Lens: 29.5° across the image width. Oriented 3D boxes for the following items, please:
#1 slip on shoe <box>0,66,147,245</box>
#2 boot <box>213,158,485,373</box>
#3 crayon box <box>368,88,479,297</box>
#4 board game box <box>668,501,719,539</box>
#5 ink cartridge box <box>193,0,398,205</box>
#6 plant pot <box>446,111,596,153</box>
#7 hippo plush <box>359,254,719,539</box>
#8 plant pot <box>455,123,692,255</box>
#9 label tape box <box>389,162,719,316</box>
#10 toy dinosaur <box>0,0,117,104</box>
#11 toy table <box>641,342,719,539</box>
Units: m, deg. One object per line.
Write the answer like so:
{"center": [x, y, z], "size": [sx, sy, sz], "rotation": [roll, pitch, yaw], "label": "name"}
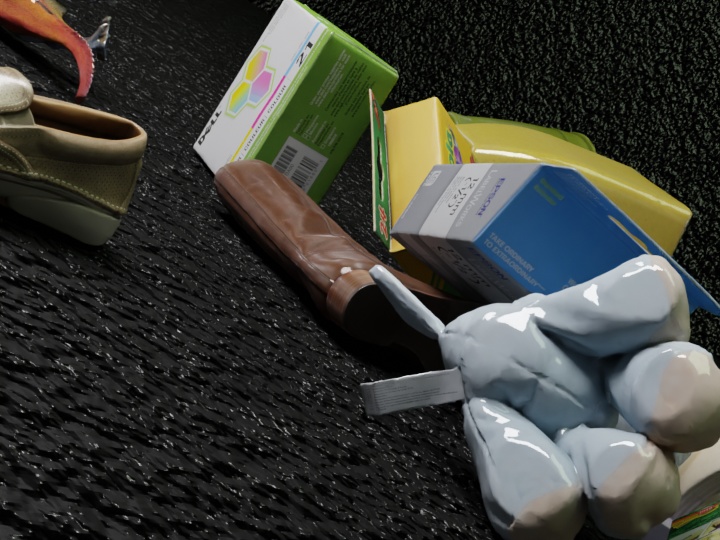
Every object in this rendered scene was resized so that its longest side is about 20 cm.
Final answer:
{"center": [-0.179, -0.070, 0.639], "size": [0.199, 0.061, 0.076], "rotation": [26, 14, -47], "label": "slip on shoe"}
{"center": [0.000, 0.000, 0.963], "size": [0.186, 0.065, 0.200], "rotation": [30, 6, -43], "label": "boot"}
{"center": [0.064, -0.043, 1.070], "size": [0.200, 0.050, 0.129], "rotation": [47, 36, -56], "label": "crayon box"}
{"center": [0.270, 0.135, 0.801], "size": [0.024, 0.198, 0.105], "rotation": [61, 20, 2], "label": "board game box"}
{"center": [-0.072, -0.145, 1.118], "size": [0.075, 0.149, 0.200], "rotation": [27, 12, -35], "label": "ink cartridge box"}
{"center": [0.170, -0.112, 1.761], "size": [0.191, 0.203, 0.201], "rotation": [18, 16, -22], "label": "plant pot"}
{"center": [0.116, 0.094, 0.779], "size": [0.197, 0.162, 0.161], "rotation": [-4, -26, 18], "label": "hippo plush"}
{"center": [0.150, -0.034, 1.267], "size": [0.198, 0.197, 0.194], "rotation": [26, 11, -13], "label": "plant pot"}
{"center": [0.120, -0.001, 0.874], "size": [0.143, 0.066, 0.200], "rotation": [39, -8, -19], "label": "label tape box"}
{"center": [-0.269, -0.225, 1.019], "size": [0.179, 0.106, 0.201], "rotation": [13, 27, -9], "label": "toy dinosaur"}
{"center": [0.225, 0.126, 0.957], "size": [0.199, 0.118, 0.184], "rotation": [32, 10, -27], "label": "toy table"}
